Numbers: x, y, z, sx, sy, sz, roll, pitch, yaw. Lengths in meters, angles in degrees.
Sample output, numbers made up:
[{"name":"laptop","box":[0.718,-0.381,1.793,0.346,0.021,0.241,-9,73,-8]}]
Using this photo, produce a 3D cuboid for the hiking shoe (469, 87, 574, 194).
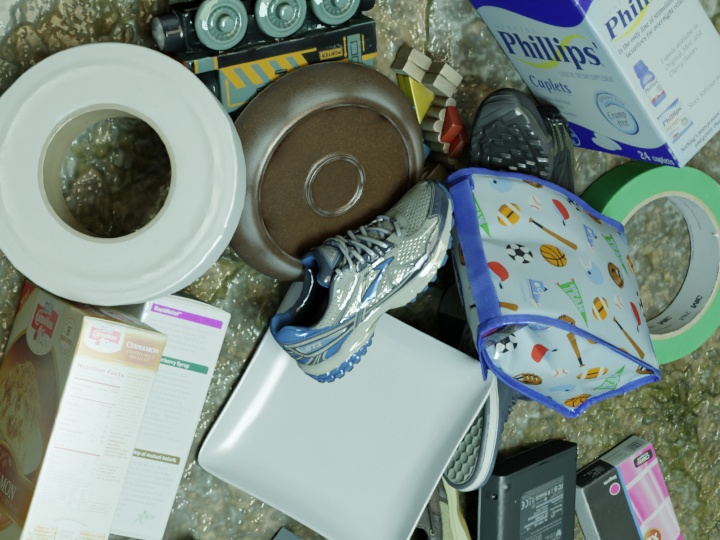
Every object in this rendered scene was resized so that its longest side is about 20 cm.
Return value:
[{"name":"hiking shoe","box":[0.148,-0.116,1.376,0.200,0.076,0.101,58,33,-54]}]

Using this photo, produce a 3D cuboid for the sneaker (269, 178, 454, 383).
[{"name":"sneaker","box":[0.000,0.000,1.278,0.085,0.077,0.200,35,93,-34]}]

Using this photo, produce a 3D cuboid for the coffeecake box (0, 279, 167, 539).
[{"name":"coffeecake box","box":[-0.237,0.123,1.193,0.073,0.153,0.200,16,92,-30]}]

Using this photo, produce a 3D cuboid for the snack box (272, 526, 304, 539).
[{"name":"snack box","box":[0.011,0.331,1.360,0.068,0.169,0.200,-49,117,-15]}]

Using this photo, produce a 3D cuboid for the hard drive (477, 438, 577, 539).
[{"name":"hard drive","box":[0.163,0.277,1.483,0.140,0.033,0.200,-12,106,-50]}]

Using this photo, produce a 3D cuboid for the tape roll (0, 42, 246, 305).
[{"name":"tape roll","box":[-0.191,-0.073,1.176,0.202,0.071,0.203,0,90,1]}]

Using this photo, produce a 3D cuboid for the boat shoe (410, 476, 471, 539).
[{"name":"boat shoe","box":[0.051,0.215,1.415,0.065,0.073,0.200,-33,114,-25]}]

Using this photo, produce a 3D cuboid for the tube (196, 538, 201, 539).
[{"name":"tube","box":[-0.210,0.304,1.309,0.200,0.052,0.058,-32,72,-16]}]

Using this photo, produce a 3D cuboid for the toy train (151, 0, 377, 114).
[{"name":"toy train","box":[-0.075,-0.190,1.265,0.200,0.085,0.114,-17,117,-25]}]

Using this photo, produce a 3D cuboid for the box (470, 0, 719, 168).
[{"name":"box","box":[0.218,-0.206,1.359,0.105,0.184,0.200,-44,116,-12]}]

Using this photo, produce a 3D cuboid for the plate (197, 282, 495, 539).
[{"name":"plate","box":[-0.012,0.131,1.340,0.200,0.032,0.200,28,85,7]}]

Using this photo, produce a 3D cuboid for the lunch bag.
[{"name":"lunch bag","box":[0.150,0.015,1.324,0.200,0.124,0.170,28,41,-44]}]

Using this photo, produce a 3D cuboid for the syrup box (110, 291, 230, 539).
[{"name":"syrup box","box":[-0.183,0.113,1.264,0.081,0.079,0.200,18,91,-30]}]

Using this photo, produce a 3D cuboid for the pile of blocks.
[{"name":"pile of blocks","box":[0.070,-0.101,1.369,0.082,0.062,0.200,-27,111,-22]}]

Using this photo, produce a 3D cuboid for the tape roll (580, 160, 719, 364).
[{"name":"tape roll","box":[0.290,-0.008,1.515,0.200,0.048,0.201,-6,102,-28]}]

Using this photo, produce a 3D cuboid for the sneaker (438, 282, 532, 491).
[{"name":"sneaker","box":[0.142,0.121,1.408,0.146,0.077,0.202,26,55,-33]}]

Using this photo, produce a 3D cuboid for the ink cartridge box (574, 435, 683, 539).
[{"name":"ink cartridge box","box":[0.284,0.279,1.577,0.095,0.037,0.200,-30,114,-20]}]

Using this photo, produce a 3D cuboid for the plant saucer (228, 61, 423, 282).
[{"name":"plant saucer","box":[-0.027,-0.076,1.289,0.200,0.032,0.200,-14,121,-25]}]
